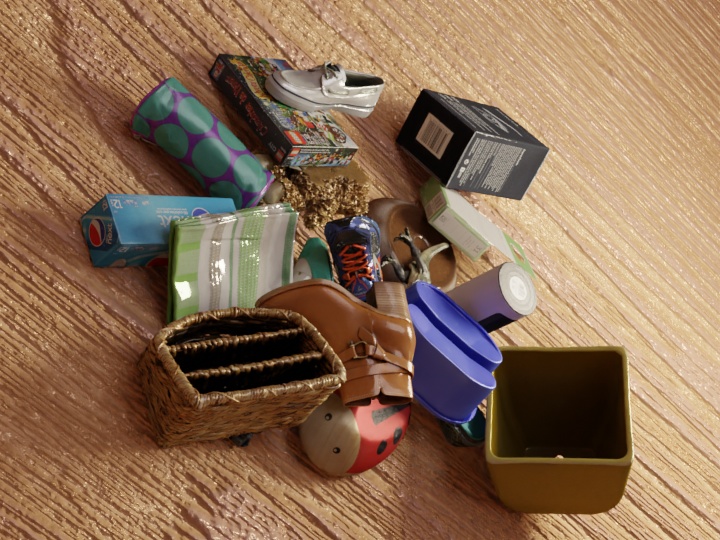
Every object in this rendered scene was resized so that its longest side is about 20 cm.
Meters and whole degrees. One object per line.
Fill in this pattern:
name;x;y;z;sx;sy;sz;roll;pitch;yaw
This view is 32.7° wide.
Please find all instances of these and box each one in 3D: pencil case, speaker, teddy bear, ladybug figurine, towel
pencil case;-0.207;-0.154;1.602;0.200;0.092;0.085;44;4;-11
speaker;0.149;0.060;1.735;0.081;0.199;0.082;24;53;-36
teddy bear;-0.079;-0.117;1.737;0.145;0.067;0.199;47;35;19
ladybug figurine;0.003;0.188;1.571;0.200;0.072;0.137;-21;94;-53
towel;-0.156;-0.001;1.522;0.199;0.031;0.150;-13;111;-48

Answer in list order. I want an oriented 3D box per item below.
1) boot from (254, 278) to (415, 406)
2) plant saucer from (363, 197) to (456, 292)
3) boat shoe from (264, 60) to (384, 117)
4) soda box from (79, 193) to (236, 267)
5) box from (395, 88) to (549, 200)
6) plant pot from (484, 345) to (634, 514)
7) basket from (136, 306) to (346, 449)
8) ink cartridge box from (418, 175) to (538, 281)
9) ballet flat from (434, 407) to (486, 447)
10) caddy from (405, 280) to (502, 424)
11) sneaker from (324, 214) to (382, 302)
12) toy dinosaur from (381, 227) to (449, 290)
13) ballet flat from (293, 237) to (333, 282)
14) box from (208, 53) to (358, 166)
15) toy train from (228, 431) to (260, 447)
boot;-0.028;0.093;1.511;0.198;0.074;0.156;-2;68;-5
plant saucer;0.082;-0.030;1.862;0.200;0.037;0.202;27;47;-33
boat shoe;-0.049;-0.272;1.768;0.199;0.067;0.074;-1;45;-47
soda box;-0.239;-0.048;1.506;0.199;0.064;0.068;-2;65;-47
box;0.183;-0.203;1.998;0.199;0.105;0.148;7;29;-44
plant pot;0.278;0.244;1.730;0.201;0.194;0.195;80;13;-47
basket;-0.139;0.102;1.398;0.199;0.149;0.144;-6;67;-29
ink cartridge box;0.183;-0.056;1.936;0.200;0.048;0.146;41;15;-19
ballet flat;0.104;0.163;1.721;0.074;0.074;0.201;-21;79;-51
caddy;0.093;0.113;1.632;0.200;0.105;0.142;42;29;-8
sneaker;0.000;0.000;1.644;0.201;0.075;0.079;71;8;-51
toy dinosaur;0.075;-0.006;1.776;0.088;0.047;0.200;44;34;-15
ballet flat;-0.065;0.040;1.633;0.070;0.067;0.201;0;60;-28
box;-0.110;-0.228;1.750;0.136;0.038;0.200;-5;49;-49
toy train;-0.097;0.143;1.513;0.046;0.034;0.200;42;52;9
